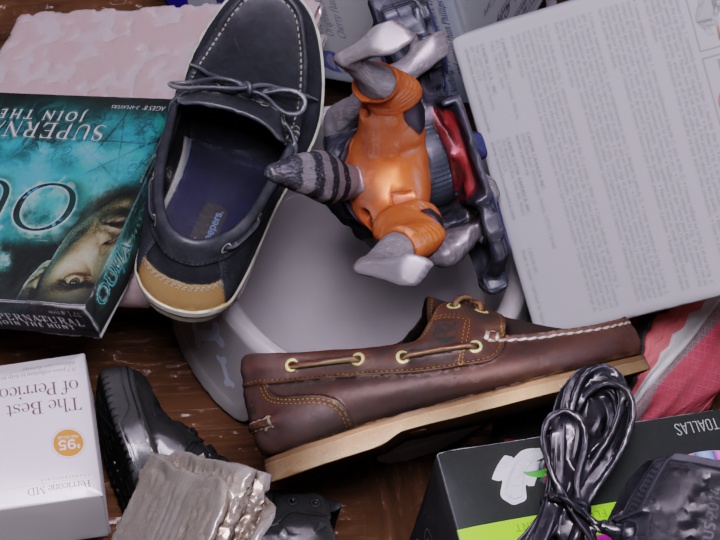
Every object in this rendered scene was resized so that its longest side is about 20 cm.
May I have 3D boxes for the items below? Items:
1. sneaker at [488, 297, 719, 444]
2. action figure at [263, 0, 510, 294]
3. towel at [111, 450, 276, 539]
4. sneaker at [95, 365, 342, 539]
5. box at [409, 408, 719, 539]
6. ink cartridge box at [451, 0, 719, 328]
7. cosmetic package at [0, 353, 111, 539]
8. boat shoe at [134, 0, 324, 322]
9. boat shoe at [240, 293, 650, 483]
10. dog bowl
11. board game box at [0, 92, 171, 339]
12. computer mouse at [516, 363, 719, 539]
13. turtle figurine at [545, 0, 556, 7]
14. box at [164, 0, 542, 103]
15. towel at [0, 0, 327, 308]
[{"bbox_3d":[0.151,0.060,1.410,0.200,0.087,0.074,-46,35,-19],"label":"sneaker"},{"bbox_3d":[0.003,-0.074,1.324,0.104,0.193,0.201,-18,87,1],"label":"action figure"},{"bbox_3d":[-0.102,0.178,1.242,0.034,0.132,0.201,26,82,-20],"label":"towel"},{"bbox_3d":[-0.057,0.130,1.351,0.104,0.060,0.201,-14,66,-17],"label":"sneaker"},{"bbox_3d":[0.137,0.164,1.318,0.199,0.125,0.149,-8,60,-14],"label":"box"},{"bbox_3d":[0.159,-0.066,1.341,0.199,0.047,0.161,-14,94,25],"label":"ink cartridge box"},{"bbox_3d":[-0.227,0.099,1.334,0.198,0.051,0.083,-9,62,-5],"label":"cosmetic package"},{"bbox_3d":[-0.061,-0.069,1.331,0.074,0.062,0.201,16,55,3],"label":"boat shoe"},{"bbox_3d":[0.040,0.047,1.325,0.199,0.070,0.071,-13,80,-7],"label":"boat shoe"},{"bbox_3d":[0.000,0.000,1.432,0.198,0.059,0.201,3,59,-6],"label":"dog bowl"},{"bbox_3d":[-0.194,-0.032,1.391,0.199,0.028,0.136,3,54,28],"label":"board game box"},{"bbox_3d":[0.173,0.128,1.247,0.199,0.053,0.139,12,60,13],"label":"computer mouse"},{"bbox_3d":[0.138,-0.131,1.474,0.143,0.201,0.194,-8,15,32],"label":"turtle figurine"},{"bbox_3d":[0.010,-0.204,1.496,0.199,0.105,0.184,13,54,27],"label":"box"},{"bbox_3d":[-0.127,-0.060,1.422,0.199,0.032,0.192,0,53,27],"label":"towel"}]
